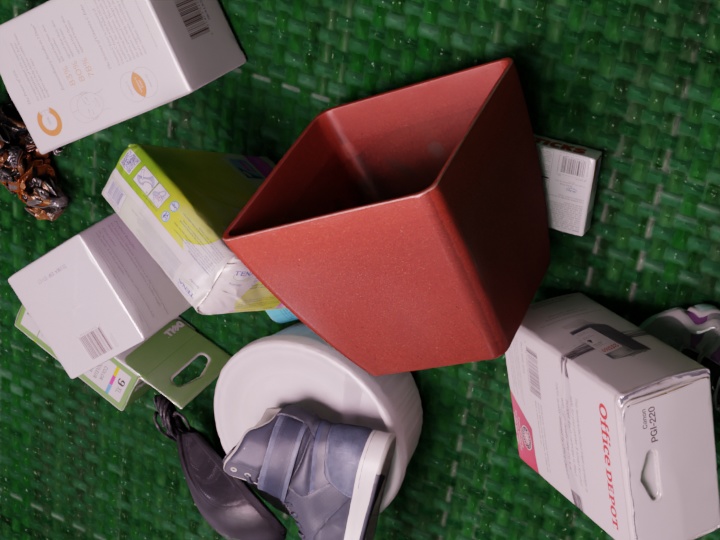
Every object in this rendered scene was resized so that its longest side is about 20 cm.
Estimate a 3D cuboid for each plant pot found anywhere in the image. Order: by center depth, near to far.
[{"bbox_3d":[0.045,-0.028,1.133,0.200,0.200,0.176,-11,120,34],"label":"plant pot"}]

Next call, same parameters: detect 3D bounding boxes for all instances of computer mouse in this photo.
[{"bbox_3d":[-0.143,0.217,1.386,0.200,0.053,0.139,39,168,48],"label":"computer mouse"}]

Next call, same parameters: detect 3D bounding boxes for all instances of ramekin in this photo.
[{"bbox_3d":[-0.032,0.138,1.340,0.202,0.094,0.203,13,119,25],"label":"ramekin"}]

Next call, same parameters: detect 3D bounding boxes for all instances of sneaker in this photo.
[{"bbox_3d":[0.298,0.096,1.098,0.200,0.140,0.078,13,120,24],"label":"sneaker"},{"bbox_3d":[-0.058,0.217,1.277,0.146,0.077,0.203,16,111,9],"label":"sneaker"}]

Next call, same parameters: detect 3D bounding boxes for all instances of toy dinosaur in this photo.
[{"bbox_3d":[-0.367,-0.139,1.404,0.200,0.102,0.136,32,146,-14],"label":"toy dinosaur"}]

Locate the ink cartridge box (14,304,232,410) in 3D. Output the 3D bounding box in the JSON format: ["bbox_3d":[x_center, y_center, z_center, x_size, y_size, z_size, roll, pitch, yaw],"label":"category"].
[{"bbox_3d":[-0.239,0.074,1.422,0.200,0.104,0.059,36,126,10],"label":"ink cartridge box"}]

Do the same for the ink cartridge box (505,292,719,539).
[{"bbox_3d":[0.201,0.120,1.138,0.200,0.085,0.146,-139,36,-64],"label":"ink cartridge box"}]

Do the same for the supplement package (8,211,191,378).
[{"bbox_3d":[-0.204,-0.004,1.302,0.114,0.200,0.110,-27,98,37],"label":"supplement package"}]

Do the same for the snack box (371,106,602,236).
[{"bbox_3d":[0.104,-0.090,1.192,0.200,0.024,0.072,17,122,22],"label":"snack box"}]

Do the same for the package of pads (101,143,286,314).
[{"bbox_3d":[-0.107,-0.034,1.209,0.155,0.200,0.068,48,115,23],"label":"package of pads"}]

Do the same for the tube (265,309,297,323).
[{"bbox_3d":[0.000,0.000,1.287,0.200,0.050,0.078,-17,108,29],"label":"tube"}]

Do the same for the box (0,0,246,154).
[{"bbox_3d":[-0.226,-0.204,1.282,0.200,0.097,0.125,-15,105,34],"label":"box"}]
